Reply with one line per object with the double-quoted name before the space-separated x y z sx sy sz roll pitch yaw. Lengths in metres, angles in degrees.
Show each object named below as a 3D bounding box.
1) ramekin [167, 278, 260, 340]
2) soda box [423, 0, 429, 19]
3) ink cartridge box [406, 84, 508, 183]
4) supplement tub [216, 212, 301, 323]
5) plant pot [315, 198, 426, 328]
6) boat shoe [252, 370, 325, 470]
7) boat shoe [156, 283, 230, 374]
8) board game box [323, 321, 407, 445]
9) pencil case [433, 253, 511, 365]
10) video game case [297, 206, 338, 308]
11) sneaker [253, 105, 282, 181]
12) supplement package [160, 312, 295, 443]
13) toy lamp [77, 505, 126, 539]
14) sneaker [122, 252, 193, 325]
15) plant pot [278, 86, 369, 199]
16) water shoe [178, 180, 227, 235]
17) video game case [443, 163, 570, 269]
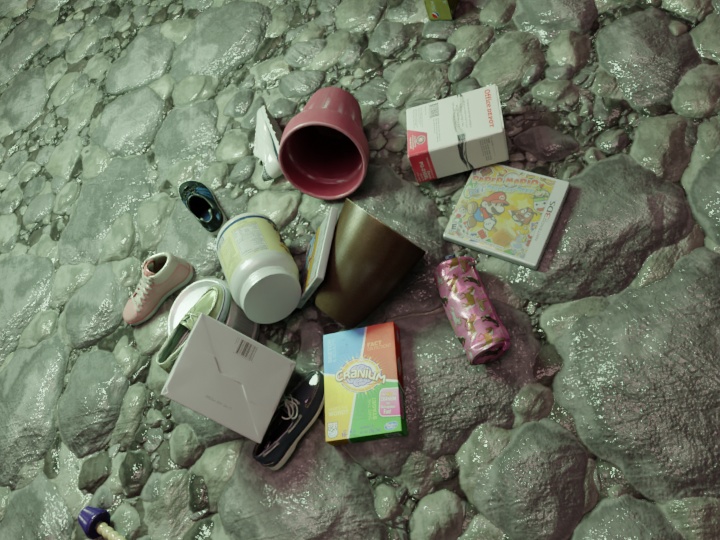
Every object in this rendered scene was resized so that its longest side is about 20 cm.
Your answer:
"ramekin" -0.316 0.111 1.301 0.196 0.094 0.209 -9 63 18
"soda box" 0.211 -0.706 1.488 0.062 0.068 0.206 8 69 25
"ink cartridge box" 0.197 -0.280 1.270 0.193 0.085 0.148 -12 51 17
"supplement tub" -0.207 -0.006 1.265 0.143 0.146 0.202 -35 47 2
"plant pot" 0.000 0.000 1.193 0.185 0.186 0.204 35 96 31
"boat shoe" -0.133 0.272 1.165 0.074 0.062 0.202 25 77 48
"boat shoe" -0.324 0.112 1.212 0.070 0.062 0.204 20 75 28
"board game box" 0.005 0.210 1.155 0.148 0.040 0.206 -12 62 16
"pencil case" 0.201 0.070 1.119 0.080 0.088 0.205 -8 58 -18
"video game case" -0.089 -0.020 1.228 0.017 0.200 0.148 16 68 -13
"sneaker" -0.225 -0.307 1.479 0.079 0.076 0.204 -30 57 17
"supplement package" -0.244 0.196 1.144 0.196 0.111 0.159 29 76 -13
"toy lamp" -0.472 0.517 1.197 0.195 0.058 0.060 19 74 26
"sneaker" -0.481 0.034 1.401 0.199 0.105 0.076 -40 60 1
"plant pot" -0.069 -0.291 1.346 0.193 0.203 0.183 -7 48 18
"water shoe" -0.383 -0.168 1.470 0.072 0.079 0.199 -45 58 -4
"video game case" 0.283 -0.115 1.206 0.195 0.023 0.186 20 75 29
